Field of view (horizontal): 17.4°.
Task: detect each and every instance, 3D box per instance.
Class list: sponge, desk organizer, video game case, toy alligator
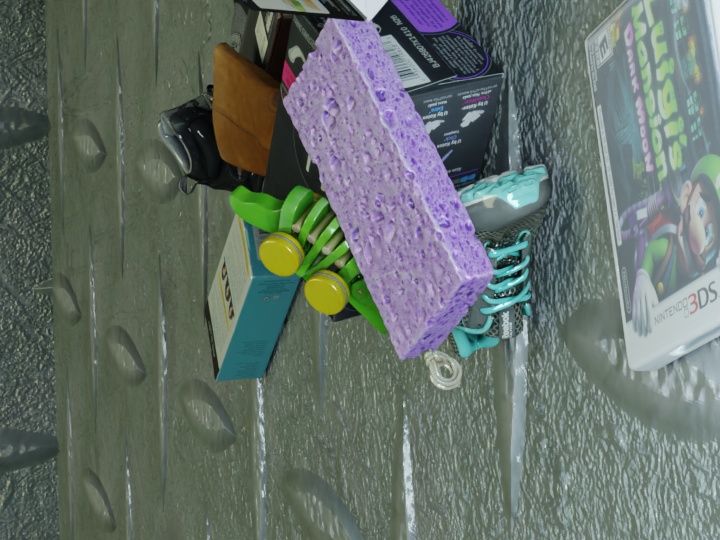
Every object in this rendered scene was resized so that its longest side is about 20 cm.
[{"bbox_3d":[0.015,-0.055,1.501,0.200,0.030,0.112,66,151,18],"label":"sponge"},{"bbox_3d":[-0.055,-0.171,1.962,0.200,0.077,0.072,108,153,-51],"label":"desk organizer"},{"bbox_3d":[0.171,-0.061,1.270,0.182,0.023,0.200,137,129,-69],"label":"video game case"},{"bbox_3d":[0.000,0.000,1.566,0.059,0.200,0.054,-49,-2,-42],"label":"toy alligator"}]

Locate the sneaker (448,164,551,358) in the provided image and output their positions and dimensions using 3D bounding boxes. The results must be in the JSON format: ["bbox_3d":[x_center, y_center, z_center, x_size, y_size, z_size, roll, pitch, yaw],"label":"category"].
[{"bbox_3d":[0.088,-0.003,1.525,0.091,0.077,0.200,66,163,12],"label":"sneaker"}]

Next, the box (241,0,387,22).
[{"bbox_3d":[-0.018,-0.224,1.503,0.117,0.060,0.200,-51,24,-10],"label":"box"}]

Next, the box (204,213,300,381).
[{"bbox_3d":[-0.103,0.022,2.212,0.200,0.049,0.082,113,150,-57],"label":"box"}]

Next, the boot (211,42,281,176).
[{"bbox_3d":[-0.057,-0.145,1.850,0.200,0.068,0.189,38,141,54],"label":"boot"}]

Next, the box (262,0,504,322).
[{"bbox_3d":[0.010,-0.083,1.644,0.122,0.106,0.200,53,146,38],"label":"box"}]

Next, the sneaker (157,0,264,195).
[{"bbox_3d":[-0.127,-0.164,2.150,0.075,0.114,0.201,172,96,-74],"label":"sneaker"}]
